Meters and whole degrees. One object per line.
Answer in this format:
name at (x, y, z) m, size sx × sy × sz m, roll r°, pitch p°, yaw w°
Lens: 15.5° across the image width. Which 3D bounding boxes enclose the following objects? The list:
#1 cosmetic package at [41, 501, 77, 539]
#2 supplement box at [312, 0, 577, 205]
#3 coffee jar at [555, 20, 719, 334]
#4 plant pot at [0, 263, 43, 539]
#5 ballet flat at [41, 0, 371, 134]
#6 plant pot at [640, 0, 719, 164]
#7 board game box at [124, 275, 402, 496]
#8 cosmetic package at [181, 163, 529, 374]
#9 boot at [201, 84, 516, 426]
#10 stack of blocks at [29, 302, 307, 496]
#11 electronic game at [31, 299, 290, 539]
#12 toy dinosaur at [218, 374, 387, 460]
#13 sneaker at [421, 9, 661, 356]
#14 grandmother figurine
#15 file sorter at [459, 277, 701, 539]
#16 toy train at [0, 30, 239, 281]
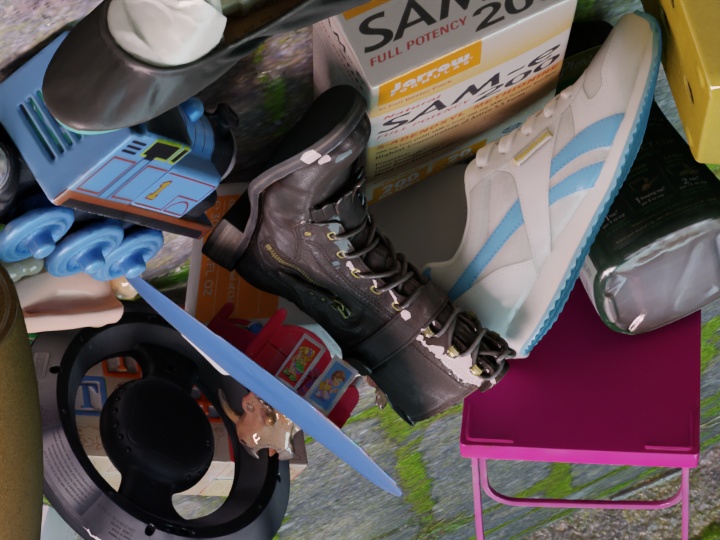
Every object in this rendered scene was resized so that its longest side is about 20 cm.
cosmetic package at (-0.284, 0.151, 1.681) m, size 0.199 × 0.051 × 0.083 m, roll 13°, pitch 172°, yaw 11°
supplement box at (0.043, -0.119, 1.468) m, size 0.126 × 0.074 × 0.200 m, roll -25°, pitch 165°, yaw -7°
coffee jar at (0.153, -0.062, 1.616) m, size 0.104 × 0.200 × 0.085 m, roll -24°, pitch 140°, yaw -2°
plant pot at (-0.242, 0.078, 1.375) m, size 0.186 × 0.187 × 0.200 m, roll -16°, pitch 146°, yaw -32°
ballet flat at (-0.066, -0.135, 1.267) m, size 0.200 × 0.068 × 0.068 m, roll -31°, pitch 158°, yaw -23°
plant pot at (0.250, -0.163, 1.462) m, size 0.176 × 0.201 × 0.200 m, roll -16°, pitch 165°, yaw -1°
board game box at (-0.043, 0.051, 1.492) m, size 0.039 × 0.200 × 0.158 m, roll -51°, pitch 154°, yaw -7°
cosmetic package at (0.000, 0.000, 1.587) m, size 0.199 × 0.102 × 0.071 m, roll -5°, pitch 155°, yaw 19°
boot at (0.014, -0.002, 1.441) m, size 0.069 × 0.174 × 0.200 m, roll -52°, pitch -177°, yaw -30°
stack of blocks at (-0.143, 0.085, 1.774) m, size 0.199 × 0.116 × 0.059 m, roll 4°, pitch 152°, yaw -27°
electronic game at (-0.131, 0.107, 1.698) m, size 0.200 × 0.200 × 0.042 m, roll -11°, pitch 156°, yaw -45°
toy dinosaur at (-0.017, 0.022, 1.671) m, size 0.135 × 0.201 × 0.086 m, roll 12°, pitch 167°, yaw 25°
sneaker at (0.105, -0.058, 1.472) m, size 0.201 × 0.081 × 0.077 m, roll -63°, pitch 171°, yaw 3°
grandmother figurine at (-0.222, 0.022, 1.551) m, size 0.200 × 0.061 × 0.121 m, roll -16°, pitch 154°, yaw -41°
file sorter at (0.139, 0.071, 1.640) m, size 0.138 × 0.201 × 0.126 m, roll 2°, pitch 137°, yaw 6°
toy train at (-0.132, -0.056, 1.381) m, size 0.114 × 0.087 × 0.200 m, roll -36°, pitch 163°, yaw 14°
